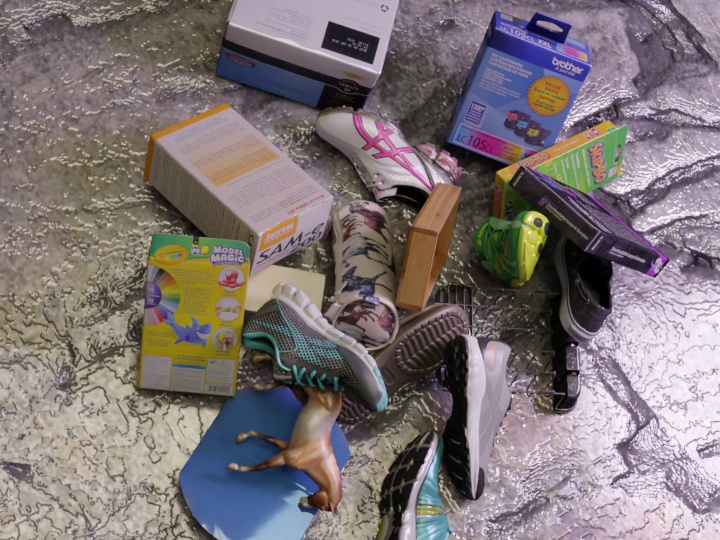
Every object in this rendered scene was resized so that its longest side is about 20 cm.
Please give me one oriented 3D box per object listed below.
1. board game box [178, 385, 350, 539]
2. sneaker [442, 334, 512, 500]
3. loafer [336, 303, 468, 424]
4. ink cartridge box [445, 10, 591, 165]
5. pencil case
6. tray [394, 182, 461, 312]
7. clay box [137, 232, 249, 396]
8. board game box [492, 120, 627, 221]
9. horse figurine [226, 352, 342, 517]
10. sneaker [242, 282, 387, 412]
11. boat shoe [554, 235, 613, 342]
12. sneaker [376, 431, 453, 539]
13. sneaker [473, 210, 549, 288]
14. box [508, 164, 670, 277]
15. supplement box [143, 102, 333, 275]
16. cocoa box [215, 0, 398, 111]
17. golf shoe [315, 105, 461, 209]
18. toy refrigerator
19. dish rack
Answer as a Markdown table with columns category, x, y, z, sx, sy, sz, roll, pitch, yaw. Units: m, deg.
| category | x | y | z | sx | sy | sz | roll | pitch | yaw |
| --- | --- | --- | --- | --- | --- | --- | --- | --- | --- |
| board game box | -0.113 | 0.233 | 1.613 | 0.158 | 0.039 | 0.200 | 29 | 63 | 6 |
| sneaker | 0.143 | 0.175 | 1.641 | 0.079 | 0.074 | 0.201 | -1 | 100 | -23 |
| loafer | 0.037 | 0.100 | 1.657 | 0.200 | 0.067 | 0.076 | -34 | 123 | -9 |
| ink cartridge box | 0.207 | -0.240 | 1.778 | 0.136 | 0.200 | 0.076 | 19 | 28 | -5 |
| pencil case | 0.000 | 0.000 | 1.665 | 0.089 | 0.078 | 0.200 | 37 | 30 | -29 |
| tray | 0.082 | -0.032 | 1.662 | 0.037 | 0.200 | 0.099 | 13 | 110 | 7 |
| clay box | -0.189 | 0.044 | 1.586 | 0.115 | 0.201 | 0.048 | 6 | 26 | -7 |
| board game box | 0.259 | -0.124 | 1.803 | 0.200 | 0.096 | 0.030 | -23 | 50 | -19 |
| horse figurine | -0.070 | 0.169 | 1.591 | 0.132 | 0.050 | 0.201 | 10 | 72 | 8 |
| sneaker | -0.054 | 0.104 | 1.557 | 0.091 | 0.078 | 0.200 | -39 | 58 | -22 |
| boat shoe | 0.285 | 0.005 | 1.732 | 0.070 | 0.066 | 0.200 | 33 | 34 | -11 |
| sneaker | 0.067 | 0.288 | 1.625 | 0.079 | 0.077 | 0.201 | 20 | 70 | -25 |
| sneaker | 0.177 | -0.027 | 1.693 | 0.083 | 0.200 | 0.074 | 24 | 76 | 4 |
| box | 0.284 | -0.059 | 1.722 | 0.143 | 0.200 | 0.036 | 46 | 106 | 34 |
| supplement box | -0.148 | -0.100 | 1.669 | 0.126 | 0.074 | 0.200 | -29 | 61 | -38 |
| cocoa box | -0.068 | -0.301 | 1.774 | 0.199 | 0.131 | 0.134 | 18 | 66 | -6 |
| golf shoe | 0.027 | -0.138 | 1.767 | 0.200 | 0.073 | 0.092 | 27 | 67 | -2 |
| toy refrigerator | -0.148 | 0.025 | 1.662 | 0.199 | 0.076 | 0.070 | 11 | 67 | -8 |
| dish rack | 0.179 | 0.092 | 1.726 | 0.199 | 0.055 | 0.154 | 4 | 67 | -9 |
